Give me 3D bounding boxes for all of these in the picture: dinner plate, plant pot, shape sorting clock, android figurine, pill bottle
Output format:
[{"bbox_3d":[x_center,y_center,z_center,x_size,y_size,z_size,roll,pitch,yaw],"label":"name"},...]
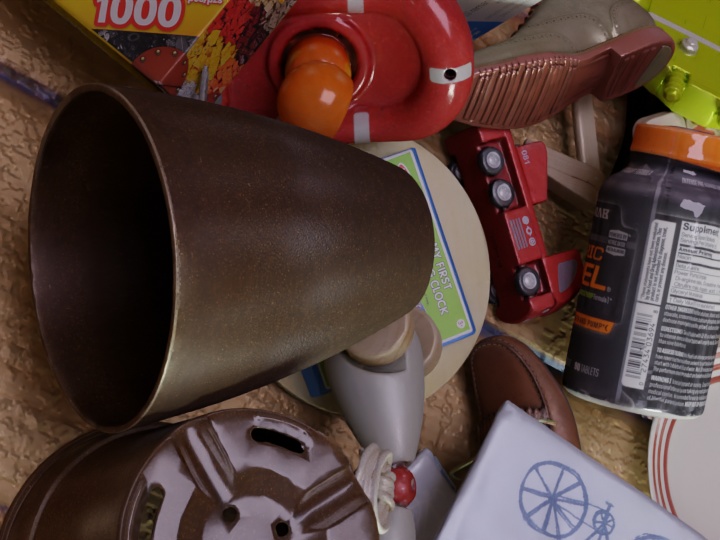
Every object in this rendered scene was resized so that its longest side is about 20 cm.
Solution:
[{"bbox_3d":[0.297,0.159,1.246,0.199,0.024,0.202,5,79,-29],"label":"dinner plate"},{"bbox_3d":[-0.062,-0.013,0.913,0.199,0.186,0.189,-5,82,-34],"label":"plant pot"},{"bbox_3d":[0.000,0.000,1.104,0.198,0.039,0.202,2,85,-19],"label":"shape sorting clock"},{"bbox_3d":[-0.093,0.169,0.916,0.198,0.198,0.202,8,71,-24],"label":"plant pot"},{"bbox_3d":[0.279,-0.182,1.254,0.181,0.041,0.201,28,45,-1],"label":"android figurine"},{"bbox_3d":[0.213,-0.002,1.141,0.105,0.106,0.202,9,95,-27],"label":"pill bottle"}]

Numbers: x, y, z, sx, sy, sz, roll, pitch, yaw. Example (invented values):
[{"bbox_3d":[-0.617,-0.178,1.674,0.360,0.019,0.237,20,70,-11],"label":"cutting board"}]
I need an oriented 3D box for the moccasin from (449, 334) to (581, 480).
[{"bbox_3d":[0.112,0.146,1.116,0.077,0.073,0.204,-6,87,-49],"label":"moccasin"}]

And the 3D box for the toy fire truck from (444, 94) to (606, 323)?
[{"bbox_3d":[0.137,-0.072,1.192,0.140,0.049,0.202,-16,89,-32],"label":"toy fire truck"}]

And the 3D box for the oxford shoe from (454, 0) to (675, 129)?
[{"bbox_3d":[0.131,-0.156,1.150,0.199,0.071,0.074,-14,60,-30],"label":"oxford shoe"}]

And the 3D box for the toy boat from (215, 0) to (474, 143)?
[{"bbox_3d":[-0.025,-0.126,1.021,0.198,0.131,0.131,-4,124,1],"label":"toy boat"}]

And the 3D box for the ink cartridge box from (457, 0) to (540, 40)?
[{"bbox_3d":[0.020,-0.232,1.103,0.198,0.145,0.085,11,75,-27],"label":"ink cartridge box"}]

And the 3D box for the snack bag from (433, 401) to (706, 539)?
[{"bbox_3d":[0.124,0.219,1.051,0.188,0.021,0.201,34,72,-12],"label":"snack bag"}]

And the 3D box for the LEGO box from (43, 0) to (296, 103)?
[{"bbox_3d":[-0.133,-0.212,0.974,0.200,0.077,0.149,39,88,18],"label":"LEGO box"}]

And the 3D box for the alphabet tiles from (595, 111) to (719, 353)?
[{"bbox_3d":[0.263,-0.028,1.242,0.194,0.015,0.202,-17,103,-34],"label":"alphabet tiles"}]

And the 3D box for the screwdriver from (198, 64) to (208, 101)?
[{"bbox_3d":[-0.107,-0.038,0.984,0.028,0.201,0.029,34,48,29],"label":"screwdriver"}]

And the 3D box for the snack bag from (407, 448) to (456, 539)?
[{"bbox_3d":[0.041,0.254,1.086,0.200,0.021,0.189,-42,101,-29],"label":"snack bag"}]

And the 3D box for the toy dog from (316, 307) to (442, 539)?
[{"bbox_3d":[-0.008,0.102,1.020,0.132,0.095,0.201,67,28,-48],"label":"toy dog"}]

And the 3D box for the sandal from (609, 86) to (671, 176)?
[{"bbox_3d":[0.245,-0.110,1.260,0.075,0.048,0.202,24,69,-23],"label":"sandal"}]
